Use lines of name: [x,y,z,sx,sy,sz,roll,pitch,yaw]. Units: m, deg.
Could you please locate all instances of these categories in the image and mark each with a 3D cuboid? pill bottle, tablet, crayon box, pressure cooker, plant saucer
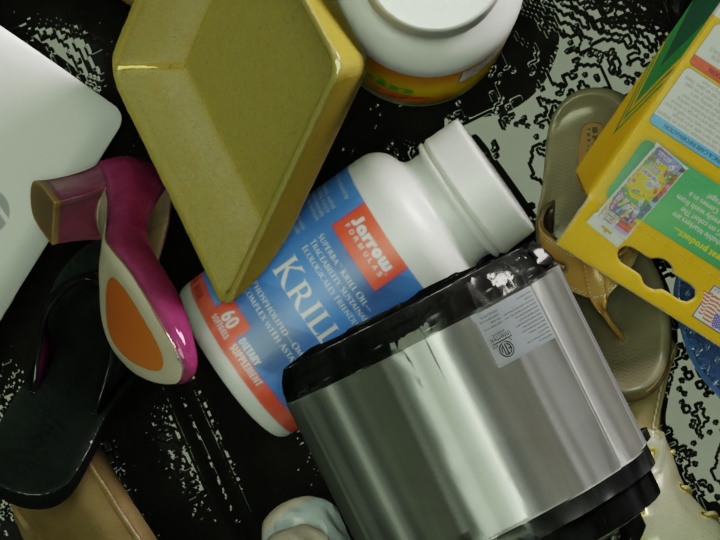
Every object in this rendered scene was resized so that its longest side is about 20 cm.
pill bottle: [0.000,0.000,1.707,0.200,0.112,0.113,-37,84,6]
tablet: [-0.245,-0.048,1.737,0.130,0.014,0.201,34,78,-16]
crayon box: [0.213,-0.073,1.638,0.125,0.052,0.201,31,104,-14]
pressure cooker: [0.067,0.106,1.577,0.175,0.179,0.201,-28,90,6]
pill bottle: [0.037,-0.163,1.654,0.110,0.200,0.112,0,85,-2]
plant saucer: [-0.064,-0.118,1.653,0.201,0.048,0.200,62,142,32]

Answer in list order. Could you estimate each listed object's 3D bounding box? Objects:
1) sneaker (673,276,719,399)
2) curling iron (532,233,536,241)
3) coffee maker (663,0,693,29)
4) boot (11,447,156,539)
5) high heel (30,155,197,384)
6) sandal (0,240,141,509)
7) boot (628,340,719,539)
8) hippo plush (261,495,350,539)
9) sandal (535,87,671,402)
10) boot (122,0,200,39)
sneaker: [0.253,0.076,1.696,0.070,0.078,0.201,-33,63,9]
curling iron: [0.200,-0.038,1.722,0.199,0.026,0.050,-20,79,8]
coffee maker: [0.262,-0.219,1.681,0.199,0.135,0.193,-19,112,8]
boot: [-0.144,0.215,1.719,0.200,0.066,0.176,46,130,35]
high heel: [-0.117,-0.002,1.695,0.095,0.200,0.068,-11,123,-27]
sandal: [-0.167,0.052,1.709,0.075,0.048,0.201,11,51,8]
boot: [0.197,0.146,1.695,0.154,0.072,0.201,19,73,-2]
hippo plush: [0.023,0.219,1.668,0.160,0.200,0.160,0,117,-1]
sandal: [0.138,-0.020,1.686,0.080,0.054,0.201,-6,71,14]
boot: [-0.164,-0.184,1.760,0.199,0.066,0.176,29,99,4]
